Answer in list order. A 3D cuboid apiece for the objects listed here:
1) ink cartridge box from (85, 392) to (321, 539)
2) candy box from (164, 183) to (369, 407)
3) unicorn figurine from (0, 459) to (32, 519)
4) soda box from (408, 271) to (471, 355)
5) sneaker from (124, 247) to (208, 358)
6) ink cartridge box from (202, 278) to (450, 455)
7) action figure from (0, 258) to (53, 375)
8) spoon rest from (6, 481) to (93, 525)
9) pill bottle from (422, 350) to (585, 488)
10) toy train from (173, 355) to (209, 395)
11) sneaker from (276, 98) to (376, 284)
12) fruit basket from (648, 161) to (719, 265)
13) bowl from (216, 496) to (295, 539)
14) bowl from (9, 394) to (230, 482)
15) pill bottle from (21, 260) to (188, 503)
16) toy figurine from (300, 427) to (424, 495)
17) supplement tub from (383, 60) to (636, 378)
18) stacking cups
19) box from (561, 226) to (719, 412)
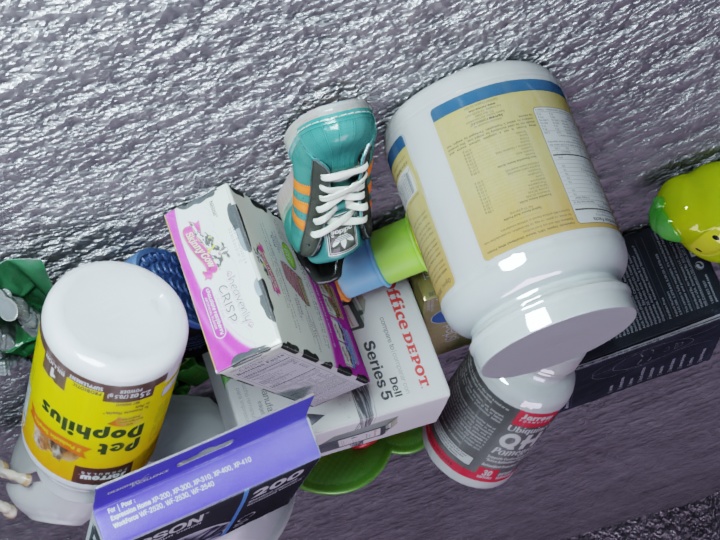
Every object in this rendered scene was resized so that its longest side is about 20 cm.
[{"bbox_3d":[-0.132,0.188,1.284,0.197,0.044,0.200,-22,161,-22],"label":"ink cartridge box"},{"bbox_3d":[-0.071,0.026,1.237,0.061,0.137,0.200,-25,160,13],"label":"candy box"},{"bbox_3d":[-0.367,0.170,1.401,0.137,0.074,0.199,33,144,-29],"label":"unicorn figurine"},{"bbox_3d":[0.080,0.022,1.497,0.067,0.065,0.200,-18,161,-5],"label":"soda box"},{"bbox_3d":[-0.160,0.037,1.283,0.077,0.071,0.200,-29,160,12],"label":"sneaker"},{"bbox_3d":[-0.035,0.089,1.435,0.198,0.147,0.084,-15,160,-15],"label":"ink cartridge box"},{"bbox_3d":[-0.267,0.050,1.244,0.117,0.055,0.200,-24,165,5],"label":"action figure"},{"bbox_3d":[-0.254,0.212,1.443,0.099,0.061,0.199,13,174,-42],"label":"spoon rest"},{"bbox_3d":[0.148,0.120,1.559,0.110,0.111,0.201,-7,142,-34],"label":"pill bottle"},{"bbox_3d":[-0.190,0.078,1.419,0.056,0.042,0.200,-33,160,7],"label":"toy train"},{"bbox_3d":[-0.017,-0.055,1.150,0.071,0.081,0.200,-15,161,-13],"label":"sneaker"},{"bbox_3d":[0.385,-0.050,1.505,0.215,0.156,0.216,-35,170,-7],"label":"fruit basket"},{"bbox_3d":[-0.175,0.224,1.647,0.199,0.202,0.091,-22,141,8],"label":"bowl"},{"bbox_3d":[-0.223,0.163,1.488,0.198,0.075,0.199,6,166,-32],"label":"bowl"},{"bbox_3d":[-0.201,0.093,1.188,0.108,0.110,0.201,-10,145,-27],"label":"pill bottle"},{"bbox_3d":[0.004,0.120,1.586,0.198,0.151,0.185,-4,149,-16],"label":"toy figurine"},{"bbox_3d":[0.111,-0.037,1.146,0.143,0.202,0.145,-17,162,-6],"label":"supplement tub"},{"bbox_3d":[0.000,0.000,1.355,0.199,0.061,0.060,-24,161,11],"label":"stacking cups"},{"bbox_3d":[0.281,0.052,1.691,0.195,0.125,0.200,-21,162,-1],"label":"box"}]
